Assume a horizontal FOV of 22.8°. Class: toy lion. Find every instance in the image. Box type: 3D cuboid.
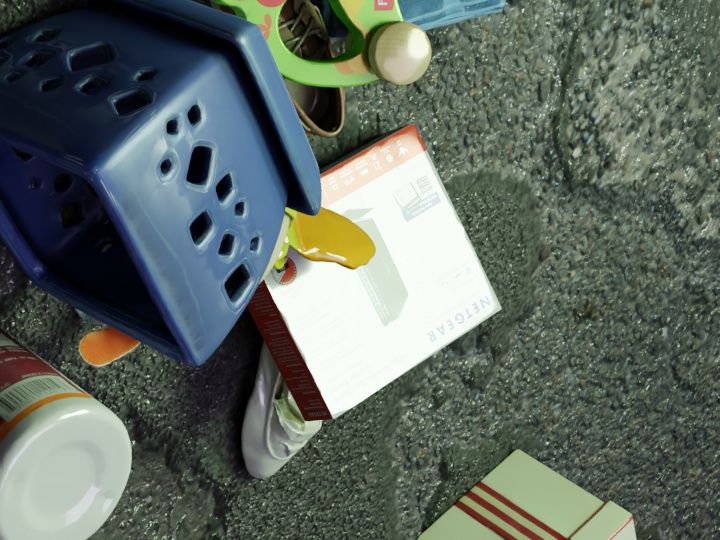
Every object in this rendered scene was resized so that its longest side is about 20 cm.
[{"bbox_3d":[-0.047,-0.232,1.294,0.191,0.069,0.201,-5,103,-20],"label":"toy lion"}]

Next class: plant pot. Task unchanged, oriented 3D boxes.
[{"bbox_3d":[-0.151,-0.082,1.239,0.180,0.200,0.200,-47,138,-24],"label":"plant pot"}]

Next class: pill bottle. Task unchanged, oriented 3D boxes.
[{"bbox_3d":[-0.258,0.103,1.226,0.114,0.200,0.114,-24,128,-35],"label":"pill bottle"}]

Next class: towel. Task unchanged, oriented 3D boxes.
[{"bbox_3d":[0.049,-0.249,1.441,0.200,0.048,0.112,-21,115,-44],"label":"towel"}]

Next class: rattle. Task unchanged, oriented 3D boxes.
[{"bbox_3d":[-0.109,0.012,1.386,0.200,0.130,0.143,-53,151,5],"label":"rattle"}]

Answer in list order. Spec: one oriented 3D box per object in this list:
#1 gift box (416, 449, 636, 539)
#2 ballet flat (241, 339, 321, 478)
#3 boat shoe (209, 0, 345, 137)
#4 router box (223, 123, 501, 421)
[{"bbox_3d":[0.179,0.334,1.839,0.200,0.187,0.185,-43,137,-21],"label":"gift box"},{"bbox_3d":[-0.058,0.103,1.544,0.069,0.069,0.201,-10,120,-43],"label":"ballet flat"},{"bbox_3d":[-0.055,-0.183,1.371,0.076,0.072,0.200,-44,138,-19],"label":"boat shoe"},{"bbox_3d":[0.000,0.000,1.489,0.200,0.049,0.180,-32,100,-31],"label":"router box"}]
